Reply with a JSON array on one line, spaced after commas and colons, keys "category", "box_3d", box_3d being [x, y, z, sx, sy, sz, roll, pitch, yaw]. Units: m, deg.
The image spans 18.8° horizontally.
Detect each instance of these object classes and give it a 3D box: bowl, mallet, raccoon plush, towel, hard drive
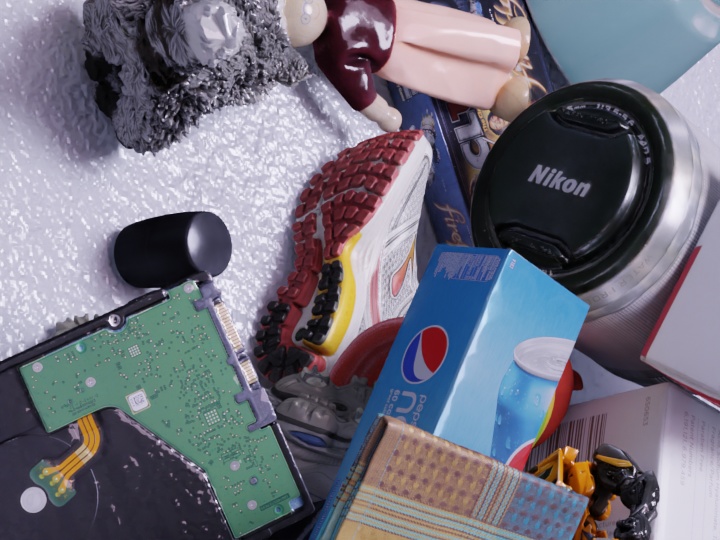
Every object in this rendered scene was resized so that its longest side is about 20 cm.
[{"category": "bowl", "box_3d": [0.204, -0.222, 1.573, 0.201, 0.105, 0.202, 33, 48, -45]}, {"category": "mallet", "box_3d": [-0.068, 0.055, 1.247, 0.041, 0.066, 0.201, -41, 107, -44]}, {"category": "raccoon plush", "box_3d": [-0.066, -0.123, 1.227, 0.133, 0.200, 0.097, -18, 107, -27]}, {"category": "towel", "box_3d": [0.019, 0.181, 1.070, 0.146, 0.022, 0.201, 24, 92, -36]}, {"category": "hard drive", "box_3d": [-0.140, 0.102, 1.106, 0.199, 0.038, 0.140, -25, 95, -12]}]

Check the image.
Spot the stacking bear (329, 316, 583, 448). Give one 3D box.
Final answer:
[{"category": "stacking bear", "box_3d": [0.068, 0.075, 1.296, 0.200, 0.121, 0.114, -8, 103, -65]}]

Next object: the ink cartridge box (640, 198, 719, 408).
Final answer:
[{"category": "ink cartridge box", "box_3d": [0.280, 0.035, 1.346, 0.200, 0.083, 0.147, 30, 87, -48]}]

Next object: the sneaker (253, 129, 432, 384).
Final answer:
[{"category": "sneaker", "box_3d": [0.000, 0.000, 1.341, 0.082, 0.078, 0.201, 42, 58, -36]}]

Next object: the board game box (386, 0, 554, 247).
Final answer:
[{"category": "board game box", "box_3d": [0.086, -0.095, 1.481, 0.135, 0.035, 0.201, -17, 89, -47]}]

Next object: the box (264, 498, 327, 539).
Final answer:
[{"category": "box", "box_3d": [-0.052, 0.263, 1.148, 0.199, 0.123, 0.200, 60, 42, -14]}]

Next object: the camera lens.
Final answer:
[{"category": "camera lens", "box_3d": [0.178, -0.019, 1.401, 0.200, 0.159, 0.161, 32, 55, -47]}]

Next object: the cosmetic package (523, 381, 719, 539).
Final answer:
[{"category": "cosmetic package", "box_3d": [0.189, 0.194, 1.389, 0.200, 0.167, 0.167, 29, 57, -35]}]

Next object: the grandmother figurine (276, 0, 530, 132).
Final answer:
[{"category": "grandmother figurine", "box_3d": [0.014, -0.152, 1.382, 0.199, 0.061, 0.122, 9, 68, -28]}]

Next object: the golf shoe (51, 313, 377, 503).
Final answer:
[{"category": "golf shoe", "box_3d": [-0.082, 0.090, 1.192, 0.199, 0.098, 0.078, 19, 24, 1]}]

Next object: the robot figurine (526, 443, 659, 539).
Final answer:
[{"category": "robot figurine", "box_3d": [0.115, 0.186, 1.249, 0.058, 0.145, 0.201, 33, 31, -30]}]

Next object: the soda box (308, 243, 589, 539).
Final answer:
[{"category": "soda box", "box_3d": [0.043, 0.090, 1.131, 0.068, 0.064, 0.201, 33, 74, -34]}]
